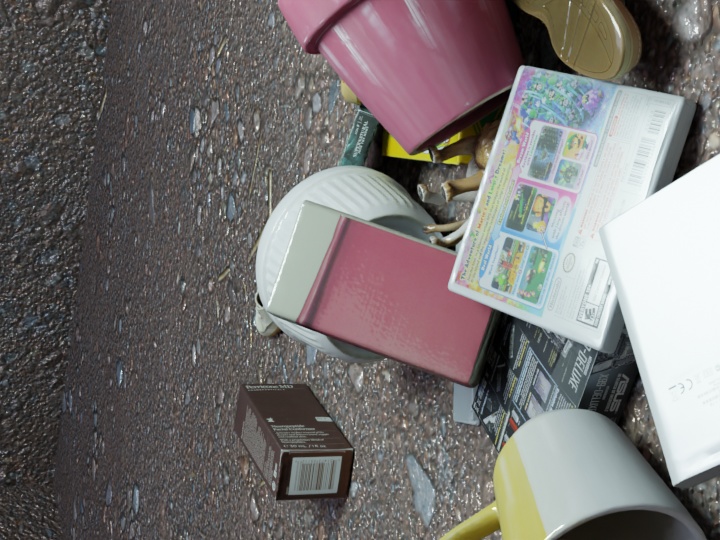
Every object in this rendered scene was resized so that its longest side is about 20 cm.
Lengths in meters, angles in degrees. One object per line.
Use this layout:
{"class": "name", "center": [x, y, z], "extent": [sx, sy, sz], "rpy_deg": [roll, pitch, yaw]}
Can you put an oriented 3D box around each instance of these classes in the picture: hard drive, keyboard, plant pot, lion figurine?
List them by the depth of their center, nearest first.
{"class": "hard drive", "center": [0.245, 0.031, 0.938], "extent": [0.131, 0.026, 0.202], "rpy_deg": [-34, 56, 38]}
{"class": "plant pot", "center": [0.053, -0.212, 1.205], "extent": [0.180, 0.199, 0.200], "rpy_deg": [60, 154, 3]}
{"class": "lion figurine", "center": [0.121, -0.084, 1.250], "extent": [0.200, 0.121, 0.073], "rpy_deg": [113, 138, -73]}
{"class": "keyboard", "center": [0.109, 0.054, 1.378], "extent": [0.056, 0.011, 0.203], "rpy_deg": [176, 96, -74]}

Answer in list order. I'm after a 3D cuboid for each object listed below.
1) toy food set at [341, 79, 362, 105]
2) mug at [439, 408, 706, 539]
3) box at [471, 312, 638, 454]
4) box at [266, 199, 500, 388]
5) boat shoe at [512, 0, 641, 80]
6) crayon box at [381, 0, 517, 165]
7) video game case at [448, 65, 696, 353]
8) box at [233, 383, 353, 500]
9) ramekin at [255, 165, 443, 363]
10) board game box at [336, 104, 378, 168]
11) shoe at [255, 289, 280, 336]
{"class": "toy food set", "center": [0.015, -0.295, 1.496], "extent": [0.199, 0.048, 0.202], "rpy_deg": [-74, -13, -60]}
{"class": "mug", "center": [0.152, 0.187, 1.037], "extent": [0.154, 0.184, 0.151], "rpy_deg": [-108, 19, -56]}
{"class": "box", "center": [0.167, 0.085, 1.165], "extent": [0.158, 0.049, 0.202], "rpy_deg": [-120, 37, -53]}
{"class": "box", "center": [0.029, 0.025, 1.253], "extent": [0.128, 0.198, 0.110], "rpy_deg": [38, -109, -80]}
{"class": "boat shoe", "center": [0.187, -0.219, 1.114], "extent": [0.201, 0.064, 0.072], "rpy_deg": [-117, 33, -50]}
{"class": "crayon box", "center": [0.087, -0.197, 1.381], "extent": [0.200, 0.058, 0.175], "rpy_deg": [-160, 72, -68]}
{"class": "video game case", "center": [0.164, -0.055, 1.091], "extent": [0.181, 0.024, 0.202], "rpy_deg": [22, 96, 50]}
{"class": "box", "center": [-0.089, 0.217, 1.750], "extent": [0.200, 0.099, 0.076], "rpy_deg": [-139, 54, -62]}
{"class": "ramekin", "center": [0.000, 0.000, 1.417], "extent": [0.105, 0.198, 0.203], "rpy_deg": [34, 120, 54]}
{"class": "board game box", "center": [-0.011, -0.122, 1.539], "extent": [0.200, 0.028, 0.137], "rpy_deg": [-86, 14, -80]}
{"class": "shoe", "center": [-0.124, 0.019, 1.914], "extent": [0.201, 0.053, 0.070], "rpy_deg": [113, 150, -43]}
